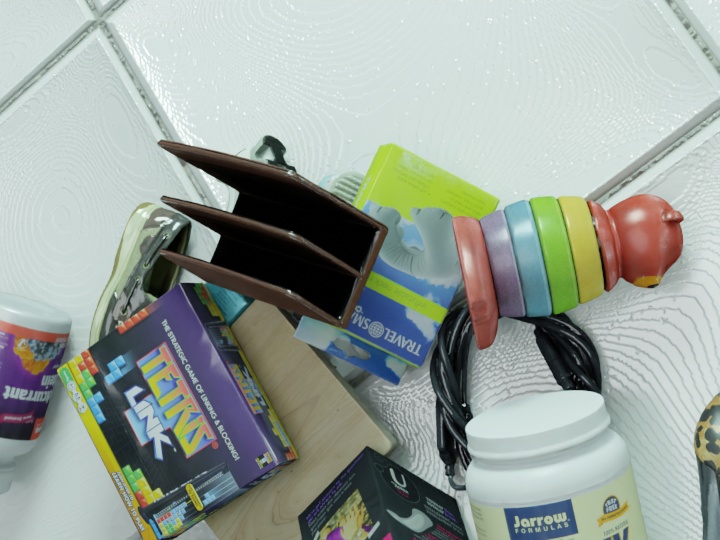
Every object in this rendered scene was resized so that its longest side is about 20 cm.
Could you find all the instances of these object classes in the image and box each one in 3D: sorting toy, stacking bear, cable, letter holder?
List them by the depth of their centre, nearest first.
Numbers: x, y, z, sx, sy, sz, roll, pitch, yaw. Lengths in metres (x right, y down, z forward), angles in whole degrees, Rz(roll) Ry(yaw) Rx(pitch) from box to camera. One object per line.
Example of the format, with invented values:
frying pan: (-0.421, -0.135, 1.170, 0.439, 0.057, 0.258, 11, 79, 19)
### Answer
stacking bear: (0.189, -0.014, 1.285, 0.199, 0.122, 0.114, -12, 69, 4)
letter holder: (-0.102, -0.038, 1.300, 0.199, 0.142, 0.101, 16, 80, 44)
cable: (0.146, 0.111, 1.338, 0.162, 0.051, 0.202, -2, 85, 24)
sorting toy: (-0.085, 0.163, 1.424, 0.200, 0.070, 0.199, -46, 72, 15)

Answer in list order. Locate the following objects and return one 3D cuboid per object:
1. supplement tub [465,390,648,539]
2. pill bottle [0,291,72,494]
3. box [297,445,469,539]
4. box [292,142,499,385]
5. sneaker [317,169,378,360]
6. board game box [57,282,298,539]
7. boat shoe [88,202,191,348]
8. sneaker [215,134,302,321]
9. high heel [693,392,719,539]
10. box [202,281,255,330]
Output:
supplement tub: (0.171, 0.218, 1.243, 0.144, 0.145, 0.201, -11, 98, 23)
pill bottle: (-0.387, 0.130, 1.542, 0.111, 0.111, 0.201, 19, 94, 24)
box: (0.032, 0.274, 1.282, 0.106, 0.122, 0.200, -47, 27, 17)
box: (0.033, -0.004, 1.352, 0.121, 0.048, 0.201, 26, 86, -13)
sneaker: (0.000, 0.000, 1.413, 0.073, 0.082, 0.201, -12, 96, -19)
board game box: (-0.178, 0.138, 1.392, 0.165, 0.057, 0.201, -35, 77, 18)
boat shoe: (-0.226, 0.031, 1.499, 0.066, 0.072, 0.202, 13, 87, 29)
sneaker: (-0.090, -0.028, 1.446, 0.088, 0.074, 0.201, -28, 67, 22)
high heel: (0.377, 0.175, 1.215, 0.199, 0.071, 0.144, -2, 91, 33)
box: (-0.175, 0.086, 1.466, 0.200, 0.082, 0.049, -46, 71, 15)
